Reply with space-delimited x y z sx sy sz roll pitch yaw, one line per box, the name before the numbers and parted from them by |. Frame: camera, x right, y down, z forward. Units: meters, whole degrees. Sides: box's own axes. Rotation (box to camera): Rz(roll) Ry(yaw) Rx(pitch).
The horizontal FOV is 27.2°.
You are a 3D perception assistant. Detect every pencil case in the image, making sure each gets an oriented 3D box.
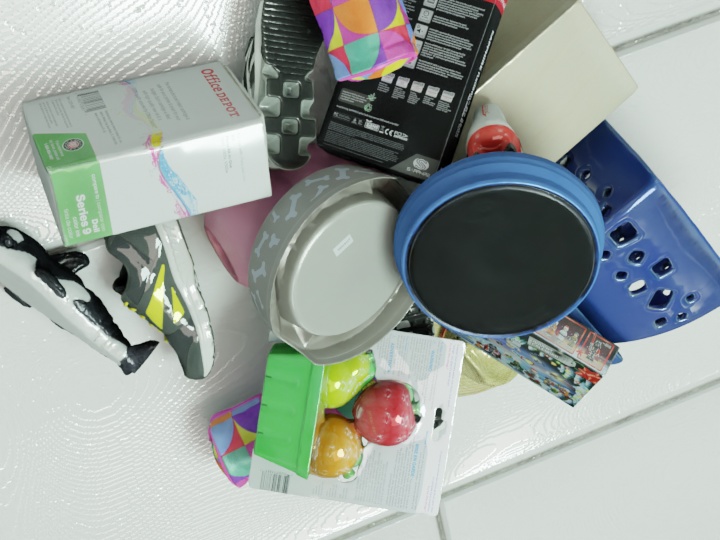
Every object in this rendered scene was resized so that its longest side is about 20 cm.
pencil case | -0.014 -0.270 1.344 0.088 0.088 0.201 -19 92 -12
pencil case | -0.069 0.155 1.607 0.199 0.088 0.089 -28 125 -7

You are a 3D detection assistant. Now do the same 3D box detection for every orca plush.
orca plush | -0.277 0.012 1.443 0.199 0.105 0.071 34 65 -3

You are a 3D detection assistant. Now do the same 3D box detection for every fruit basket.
fruit basket | -0.005 0.145 1.513 0.198 0.094 0.187 7 98 -5

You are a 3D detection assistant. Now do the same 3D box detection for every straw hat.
straw hat | 0.139 0.083 1.660 0.199 0.085 0.202 -11 122 -17

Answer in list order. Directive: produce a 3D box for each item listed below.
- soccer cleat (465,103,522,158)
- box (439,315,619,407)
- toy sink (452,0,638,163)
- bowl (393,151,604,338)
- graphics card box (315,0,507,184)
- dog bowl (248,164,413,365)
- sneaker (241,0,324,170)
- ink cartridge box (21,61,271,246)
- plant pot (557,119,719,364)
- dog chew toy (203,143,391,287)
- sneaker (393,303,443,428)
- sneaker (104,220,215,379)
soccer cleat | 0.138 -0.066 1.438 0.068 0.085 0.201 -10 125 7
box | 0.160 0.061 1.547 0.199 0.137 0.040 31 71 6
toy sink | 0.152 -0.181 1.498 0.200 0.112 0.130 -42 125 4
bowl | 0.131 -0.018 1.394 0.199 0.040 0.202 0 129 -1
graphics card box | 0.050 -0.190 1.407 0.051 0.125 0.201 30 79 -75
dog bowl | -0.021 -0.010 1.416 0.199 0.059 0.201 -25 132 -31
sneaker | -0.083 -0.197 1.417 0.074 0.088 0.202 8 90 -30
ink cartridge box | -0.196 -0.111 1.368 0.199 0.145 0.088 -16 124 -14
plant pot | 0.251 -0.031 1.579 0.179 0.200 0.200 -39 126 9
dog chew toy | -0.054 -0.067 1.474 0.199 0.125 0.125 -31 126 -12
sneaker | 0.048 0.073 1.583 0.066 0.091 0.201 -12 127 2
sneaker | -0.203 0.024 1.498 0.084 0.075 0.201 -16 115 -7
